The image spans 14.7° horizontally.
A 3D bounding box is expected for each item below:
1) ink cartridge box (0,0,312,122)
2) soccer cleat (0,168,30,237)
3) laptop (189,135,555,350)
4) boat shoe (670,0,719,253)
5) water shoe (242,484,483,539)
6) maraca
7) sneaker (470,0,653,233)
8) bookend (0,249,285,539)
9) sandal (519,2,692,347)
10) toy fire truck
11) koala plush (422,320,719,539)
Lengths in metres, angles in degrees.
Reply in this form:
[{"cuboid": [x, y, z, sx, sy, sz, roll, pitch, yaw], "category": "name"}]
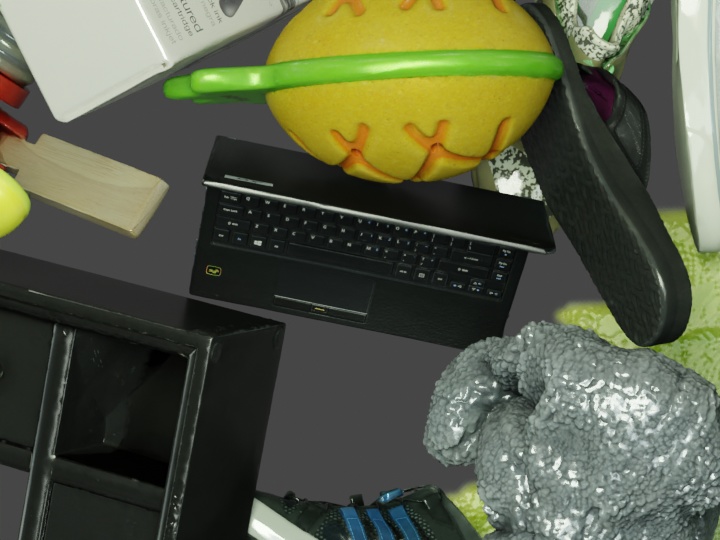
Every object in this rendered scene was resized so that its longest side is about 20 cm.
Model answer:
[{"cuboid": [-0.104, -0.178, 1.429, 0.084, 0.200, 0.146, -25, 95, 34], "category": "ink cartridge box"}, {"cuboid": [-0.253, -0.026, 1.439, 0.084, 0.200, 0.065, -61, 137, -31], "category": "soccer cleat"}, {"cuboid": [0.000, 0.000, 1.443, 0.177, 0.200, 0.103, 12, 49, -2], "category": "laptop"}, {"cuboid": [0.206, -0.110, 1.512, 0.071, 0.070, 0.201, -1, 91, 2], "category": "boat shoe"}, {"cuboid": [0.014, 0.151, 1.534, 0.200, 0.072, 0.079, 26, 71, -7], "category": "water shoe"}, {"cuboid": [0.003, -0.096, 1.401, 0.200, 0.137, 0.107, -3, 86, 15], "category": "maraca"}, {"cuboid": [0.112, -0.111, 1.499, 0.077, 0.089, 0.200, 18, 93, -3], "category": "sneaker"}, {"cuboid": [-0.161, 0.103, 1.477, 0.200, 0.092, 0.199, 15, 99, 22], "category": "bookend"}, {"cuboid": [0.127, -0.050, 1.431, 0.048, 0.075, 0.201, -12, 63, -23], "category": "sandal"}, {"cuboid": [-0.181, -0.118, 1.485, 0.200, 0.129, 0.176, 36, 91, -15], "category": "toy fire truck"}, {"cuboid": [0.102, 0.146, 1.440, 0.177, 0.184, 0.200, 29, 72, -5], "category": "koala plush"}]
